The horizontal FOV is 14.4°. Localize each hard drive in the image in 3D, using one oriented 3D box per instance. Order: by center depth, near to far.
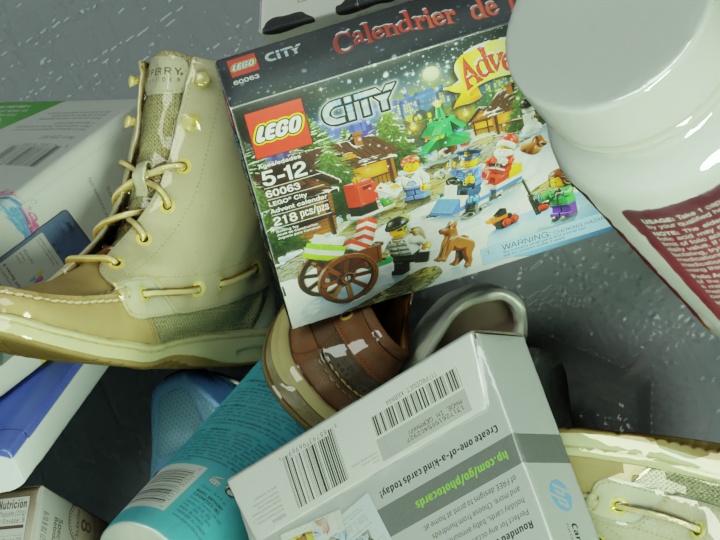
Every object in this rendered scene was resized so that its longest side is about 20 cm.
[{"bbox_3d":[-0.191,0.058,1.460,0.132,0.025,0.200,-13,24,25],"label":"hard drive"}]

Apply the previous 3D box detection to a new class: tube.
[{"bbox_3d":[-0.052,0.087,1.360,0.077,0.051,0.200,20,39,21],"label":"tube"}]

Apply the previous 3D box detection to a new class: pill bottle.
[{"bbox_3d":[0.149,-0.056,1.204,0.114,0.200,0.114,-18,52,25],"label":"pill bottle"}]

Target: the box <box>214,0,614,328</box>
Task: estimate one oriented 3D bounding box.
[{"bbox_3d":[0.046,-0.061,1.279,0.199,0.137,0.038,-17,43,-3],"label":"box"}]

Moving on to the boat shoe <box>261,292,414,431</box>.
[{"bbox_3d":[0.000,0.000,1.387,0.068,0.072,0.200,-37,27,25],"label":"boat shoe"}]

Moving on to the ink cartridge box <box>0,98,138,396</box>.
[{"bbox_3d":[-0.204,-0.003,1.459,0.145,0.088,0.200,3,33,47],"label":"ink cartridge box"}]

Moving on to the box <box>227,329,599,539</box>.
[{"bbox_3d":[0.036,0.148,1.207,0.156,0.041,0.201,-34,66,34],"label":"box"}]

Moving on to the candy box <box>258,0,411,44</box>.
[{"bbox_3d":[0.076,-0.127,1.373,0.199,0.168,0.072,-13,59,25],"label":"candy box"}]

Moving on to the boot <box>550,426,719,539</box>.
[{"bbox_3d":[0.127,0.150,1.204,0.199,0.072,0.155,5,80,23],"label":"boot"}]

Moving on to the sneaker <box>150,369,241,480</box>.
[{"bbox_3d":[-0.076,0.131,1.379,0.078,0.090,0.201,-29,54,27],"label":"sneaker"}]

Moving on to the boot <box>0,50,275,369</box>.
[{"bbox_3d":[-0.110,-0.031,1.392,0.073,0.200,0.156,8,94,42],"label":"boot"}]

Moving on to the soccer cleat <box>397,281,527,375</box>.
[{"bbox_3d":[0.022,0.094,1.344,0.069,0.078,0.200,26,76,-5],"label":"soccer cleat"}]

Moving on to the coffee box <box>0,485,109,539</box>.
[{"bbox_3d":[-0.167,0.219,1.381,0.079,0.114,0.201,-9,61,29],"label":"coffee box"}]

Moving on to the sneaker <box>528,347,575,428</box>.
[{"bbox_3d":[0.123,0.126,1.287,0.115,0.076,0.201,-10,70,19],"label":"sneaker"}]
